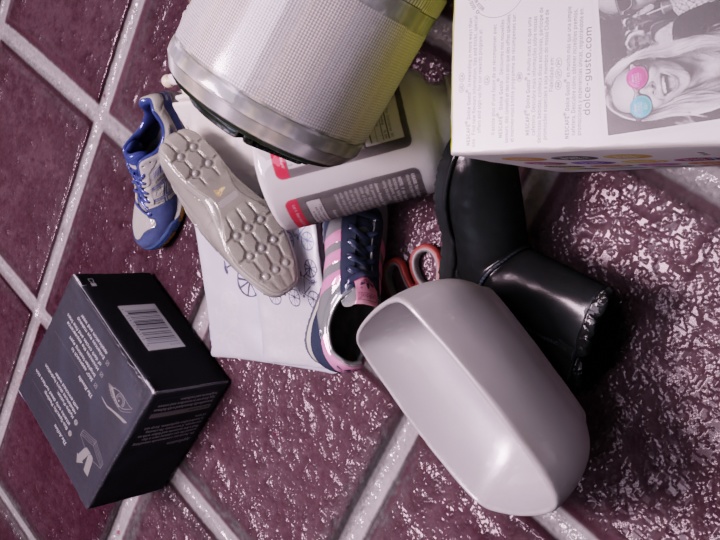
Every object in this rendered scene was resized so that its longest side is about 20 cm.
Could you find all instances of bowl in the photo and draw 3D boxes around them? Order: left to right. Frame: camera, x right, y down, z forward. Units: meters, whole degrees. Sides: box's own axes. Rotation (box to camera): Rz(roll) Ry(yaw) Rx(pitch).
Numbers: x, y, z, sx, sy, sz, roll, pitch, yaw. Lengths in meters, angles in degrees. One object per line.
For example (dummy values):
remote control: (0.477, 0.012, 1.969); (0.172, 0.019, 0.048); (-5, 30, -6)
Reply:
bowl: (0.094, 0.095, 0.706); (0.200, 0.075, 0.200); (54, 163, 5)

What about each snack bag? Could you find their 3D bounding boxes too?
snack bag: (-0.111, 0.012, 0.949); (0.199, 0.021, 0.189); (3, 105, 40)

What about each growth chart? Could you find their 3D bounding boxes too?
growth chart: (-0.124, -0.127, 0.905); (0.144, 0.018, 0.200); (11, 141, 35)

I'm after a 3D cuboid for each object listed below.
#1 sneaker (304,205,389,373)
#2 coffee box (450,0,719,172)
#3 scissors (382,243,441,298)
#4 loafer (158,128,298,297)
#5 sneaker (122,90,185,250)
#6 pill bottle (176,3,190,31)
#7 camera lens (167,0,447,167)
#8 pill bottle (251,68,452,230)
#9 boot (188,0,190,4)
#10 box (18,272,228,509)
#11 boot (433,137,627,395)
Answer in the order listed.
sneaker: (0.000, 0.000, 0.830); (0.082, 0.070, 0.201); (-160, 77, -67)
coffee box: (0.189, -0.172, 0.592); (0.197, 0.199, 0.201); (2, 93, 33)
scissors: (0.083, 0.065, 0.820); (0.073, 0.014, 0.200); (-39, 69, 31)
loafer: (-0.133, -0.055, 0.898); (0.200, 0.070, 0.070); (54, 164, 7)
sneaker: (-0.249, -0.119, 1.039); (0.075, 0.088, 0.201); (30, 111, 33)
pill bottle: (-0.075, -0.263, 0.741); (0.114, 0.114, 0.200); (43, 115, 30)
camera lens: (-0.033, -0.188, 0.632); (0.160, 0.160, 0.200); (42, 110, 30)
pill bottle: (0.013, -0.111, 0.768); (0.199, 0.111, 0.111); (-14, 81, 8)
boot: (-0.148, -0.300, 0.909); (0.200, 0.070, 0.147); (-161, 75, -82)
box: (-0.290, 0.139, 1.061); (0.197, 0.117, 0.200); (48, 118, 27)
boot: (0.135, -0.004, 0.702); (0.162, 0.073, 0.199); (37, 141, 40)
